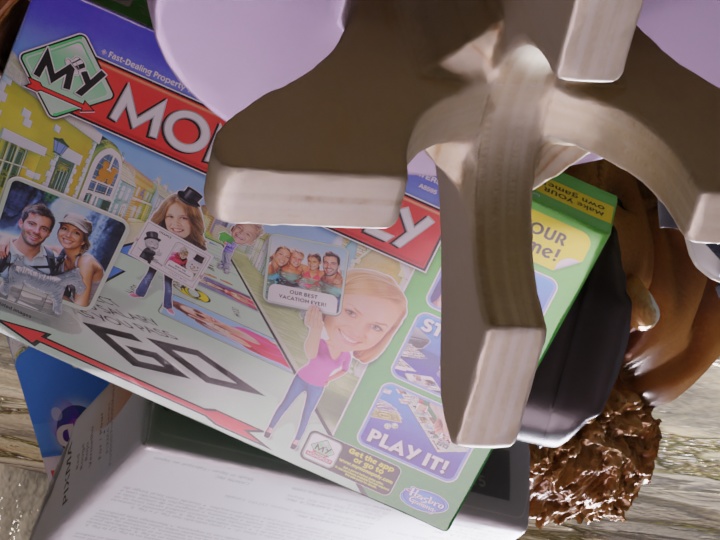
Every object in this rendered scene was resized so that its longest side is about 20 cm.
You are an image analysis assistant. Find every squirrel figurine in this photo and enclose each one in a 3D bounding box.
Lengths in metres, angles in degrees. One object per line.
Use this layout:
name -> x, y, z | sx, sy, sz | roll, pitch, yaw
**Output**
squirrel figurine -> 0.089, 0.022, 1.081 | 0.141, 0.200, 0.187 | 14, -177, 10

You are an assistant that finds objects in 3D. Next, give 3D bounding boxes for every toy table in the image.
toy table -> 0.045, -0.054, 0.743 | 0.200, 0.117, 0.184 | -8, 132, -7

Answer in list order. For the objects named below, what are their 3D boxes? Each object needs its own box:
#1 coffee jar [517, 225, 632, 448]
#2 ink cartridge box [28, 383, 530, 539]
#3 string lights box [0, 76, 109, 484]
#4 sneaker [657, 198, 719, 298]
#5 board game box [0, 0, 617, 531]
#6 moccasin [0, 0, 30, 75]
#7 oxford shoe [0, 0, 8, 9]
coffee jar -> 0.000, 0.000, 0.946 | 0.200, 0.085, 0.104 | 16, -172, 2
ink cartridge box -> -0.048, 0.102, 1.036 | 0.162, 0.050, 0.200 | 15, 151, -23
string lights box -> -0.097, -0.001, 1.079 | 0.103, 0.200, 0.059 | -11, -171, 32
sneaker -> 0.168, -0.021, 0.859 | 0.129, 0.080, 0.199 | 1, 180, -8
board game box -> -0.033, -0.008, 0.868 | 0.200, 0.135, 0.029 | 24, -148, -3
moccasin -> -0.082, -0.096, 0.915 | 0.201, 0.078, 0.074 | 5, 128, 60
oxford shoe -> -0.111, -0.107, 0.794 | 0.071, 0.071, 0.200 | 16, 166, -24
